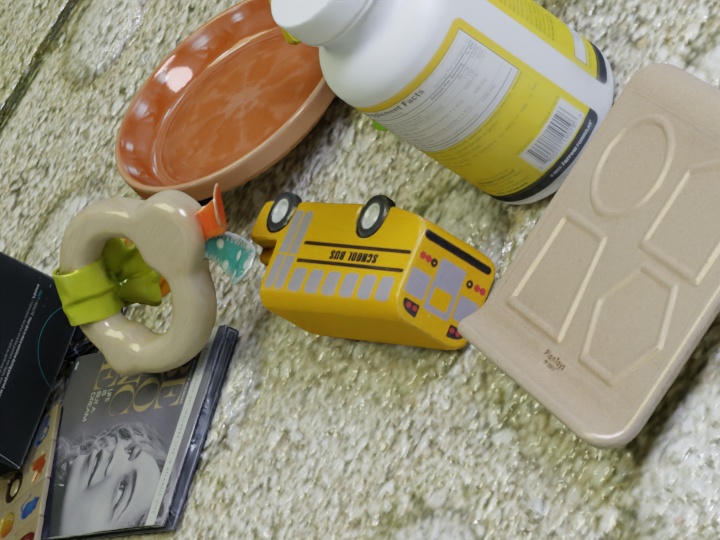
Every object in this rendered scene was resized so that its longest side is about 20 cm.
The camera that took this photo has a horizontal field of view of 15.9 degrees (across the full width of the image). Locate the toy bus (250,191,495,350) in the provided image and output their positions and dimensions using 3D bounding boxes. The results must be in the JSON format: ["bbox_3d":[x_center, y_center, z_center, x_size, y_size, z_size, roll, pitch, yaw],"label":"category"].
[{"bbox_3d":[0.000,0.000,1.613,0.199,0.065,0.079,4,69,56],"label":"toy bus"}]

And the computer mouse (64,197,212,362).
[{"bbox_3d":[-0.171,-0.013,1.907,0.200,0.034,0.059,-53,32,12],"label":"computer mouse"}]

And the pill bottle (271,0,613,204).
[{"bbox_3d":[0.047,-0.130,1.520,0.112,0.199,0.113,-36,38,33],"label":"pill bottle"}]

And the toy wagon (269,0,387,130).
[{"bbox_3d":[0.004,-0.165,1.673,0.039,0.156,0.200,-32,23,-20],"label":"toy wagon"}]

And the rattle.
[{"bbox_3d":[-0.107,-0.018,1.752,0.200,0.142,0.131,-43,68,41],"label":"rattle"}]

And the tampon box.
[{"bbox_3d":[-0.323,0.071,1.948,0.200,0.126,0.151,-18,49,58],"label":"tampon box"}]

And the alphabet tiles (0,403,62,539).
[{"bbox_3d":[-0.273,0.189,1.892,0.166,0.006,0.201,-39,33,39],"label":"alphabet tiles"}]

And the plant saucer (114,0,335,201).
[{"bbox_3d":[-0.087,-0.123,1.838,0.199,0.032,0.201,-25,36,20],"label":"plant saucer"}]

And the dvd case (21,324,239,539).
[{"bbox_3d":[-0.167,0.118,1.806,0.199,0.016,0.150,-13,54,51],"label":"dvd case"}]

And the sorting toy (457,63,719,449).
[{"bbox_3d":[0.157,-0.010,1.426,0.200,0.036,0.185,-53,31,2],"label":"sorting toy"}]
